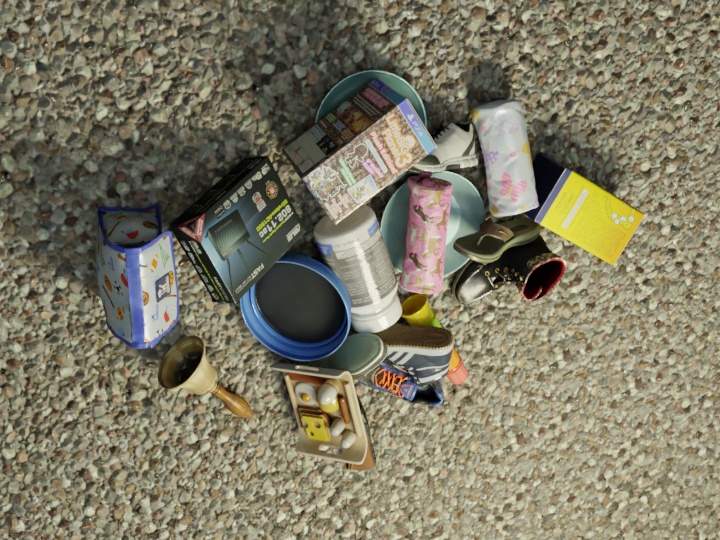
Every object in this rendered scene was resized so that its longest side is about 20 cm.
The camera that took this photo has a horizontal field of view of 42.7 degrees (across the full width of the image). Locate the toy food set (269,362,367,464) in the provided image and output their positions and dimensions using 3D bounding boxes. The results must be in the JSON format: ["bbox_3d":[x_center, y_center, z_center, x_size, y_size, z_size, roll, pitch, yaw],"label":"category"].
[{"bbox_3d":[-0.076,0.254,1.637,0.142,0.061,0.202,4,122,27],"label":"toy food set"}]

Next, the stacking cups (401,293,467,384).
[{"bbox_3d":[0.139,0.135,1.729,0.060,0.061,0.201,-32,121,-2],"label":"stacking cups"}]

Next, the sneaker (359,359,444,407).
[{"bbox_3d":[0.077,0.205,1.721,0.197,0.079,0.076,15,106,-22],"label":"sneaker"}]

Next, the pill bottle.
[{"bbox_3d":[0.000,0.000,1.594,0.112,0.114,0.202,-23,116,-7],"label":"pill bottle"}]

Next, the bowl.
[{"bbox_3d":[-0.109,0.062,1.577,0.198,0.040,0.203,8,123,13],"label":"bowl"}]

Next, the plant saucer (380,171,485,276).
[{"bbox_3d":[0.125,-0.085,1.640,0.198,0.039,0.204,-7,114,-15],"label":"plant saucer"}]

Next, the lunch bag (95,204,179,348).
[{"bbox_3d":[-0.350,0.007,1.440,0.122,0.200,0.173,-5,112,-14],"label":"lunch bag"}]

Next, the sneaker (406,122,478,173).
[{"bbox_3d":[0.126,-0.206,1.547,0.199,0.073,0.081,-19,111,-50],"label":"sneaker"}]

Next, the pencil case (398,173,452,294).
[{"bbox_3d":[0.111,-0.062,1.572,0.082,0.086,0.203,-18,120,-44],"label":"pencil case"}]

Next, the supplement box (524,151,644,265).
[{"bbox_3d":[0.393,-0.113,1.672,0.198,0.109,0.110,25,103,-25],"label":"supplement box"}]

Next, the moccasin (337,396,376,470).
[{"bbox_3d":[-0.021,0.301,1.730,0.077,0.074,0.203,-13,135,-3],"label":"moccasin"}]

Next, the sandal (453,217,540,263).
[{"bbox_3d":[0.238,-0.068,1.620,0.199,0.079,0.058,-24,131,-36],"label":"sandal"}]

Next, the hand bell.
[{"bbox_3d":[-0.255,0.212,1.631,0.104,0.104,0.200,-41,130,2],"label":"hand bell"}]

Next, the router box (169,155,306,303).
[{"bbox_3d":[-0.192,-0.067,1.481,0.200,0.062,0.151,-48,125,-34],"label":"router box"}]

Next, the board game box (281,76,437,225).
[{"bbox_3d":[-0.006,-0.191,1.448,0.199,0.160,0.097,-37,118,1],"label":"board game box"}]

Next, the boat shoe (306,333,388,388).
[{"bbox_3d":[-0.019,0.167,1.645,0.060,0.073,0.200,22,143,-40],"label":"boat shoe"}]

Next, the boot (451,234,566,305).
[{"bbox_3d":[0.268,0.011,1.660,0.199,0.151,0.074,-35,117,-1],"label":"boot"}]

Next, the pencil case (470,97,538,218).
[{"bbox_3d":[0.248,-0.194,1.585,0.089,0.083,0.203,-10,100,19],"label":"pencil case"}]

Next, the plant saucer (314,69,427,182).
[{"bbox_3d":[0.014,-0.237,1.545,0.197,0.036,0.203,-6,112,-15],"label":"plant saucer"}]

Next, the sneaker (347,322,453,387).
[{"bbox_3d":[0.072,0.149,1.680,0.197,0.071,0.109,7,136,14],"label":"sneaker"}]
